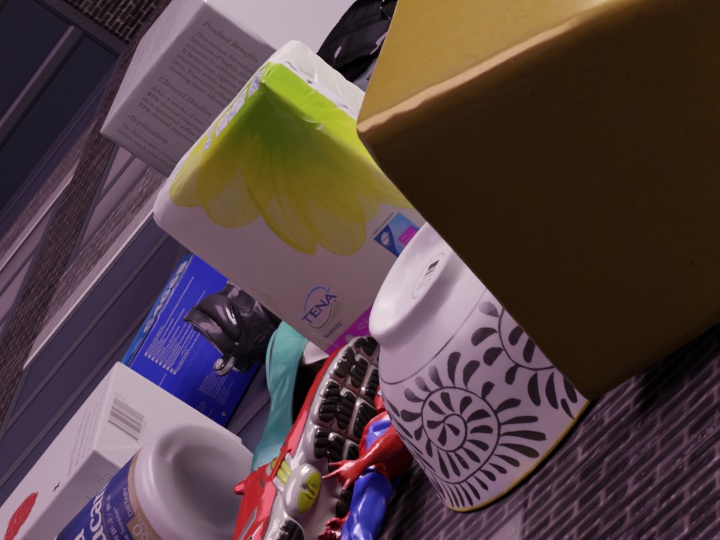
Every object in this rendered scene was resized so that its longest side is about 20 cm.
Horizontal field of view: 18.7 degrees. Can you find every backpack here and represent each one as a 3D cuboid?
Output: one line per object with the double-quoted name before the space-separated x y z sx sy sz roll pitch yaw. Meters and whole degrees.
"backpack" 0.037 -0.156 1.635 0.168 0.126 0.200 -64 15 -16

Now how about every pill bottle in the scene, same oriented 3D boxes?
"pill bottle" -0.152 0.202 1.512 0.200 0.111 0.111 -46 18 36

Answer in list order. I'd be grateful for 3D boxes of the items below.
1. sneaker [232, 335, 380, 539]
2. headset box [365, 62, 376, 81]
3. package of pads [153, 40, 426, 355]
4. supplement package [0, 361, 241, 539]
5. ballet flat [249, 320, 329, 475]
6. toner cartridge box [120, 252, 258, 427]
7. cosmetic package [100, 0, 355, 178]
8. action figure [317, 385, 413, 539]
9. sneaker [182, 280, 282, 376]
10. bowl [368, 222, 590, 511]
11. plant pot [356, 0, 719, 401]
"sneaker" -0.038 0.124 1.343 0.085 0.077 0.201 -6 49 46
"headset box" 0.096 -0.147 1.447 0.149 0.077 0.200 -54 29 7
"package of pads" -0.016 -0.032 1.397 0.154 0.200 0.068 -44 13 39
"supplement package" -0.197 0.195 1.654 0.200 0.119 0.121 -50 17 25
"ballet flat" -0.027 0.092 1.463 0.070 0.067 0.200 -28 28 23
"toner cartridge box" -0.149 0.095 1.763 0.201 0.095 0.043 -60 14 -16
"cosmetic package" -0.119 -0.195 2.133 0.200 0.167 0.167 -45 18 35
"action figure" 0.002 0.137 1.270 0.201 0.051 0.066 -69 -7 -45
"sneaker" -0.083 0.009 1.732 0.114 0.076 0.200 -37 24 16
"bowl" 0.066 0.025 1.225 0.201 0.094 0.201 -52 15 19
"plant pot" 0.147 -0.097 1.059 0.199 0.194 0.196 -27 29 31
